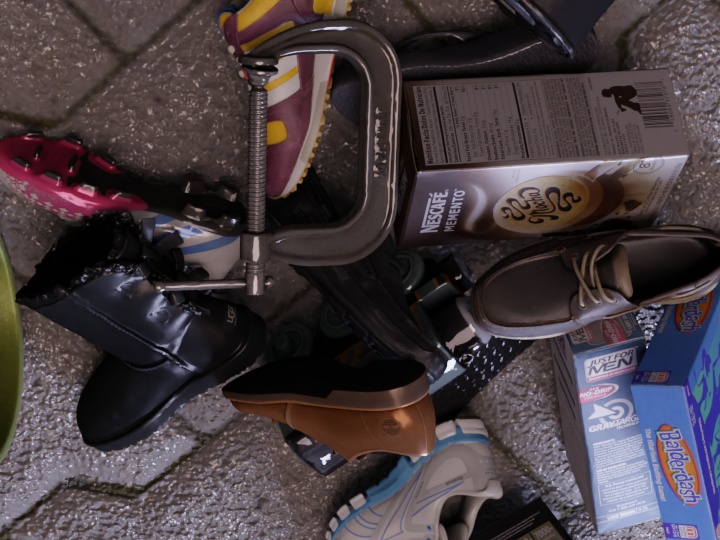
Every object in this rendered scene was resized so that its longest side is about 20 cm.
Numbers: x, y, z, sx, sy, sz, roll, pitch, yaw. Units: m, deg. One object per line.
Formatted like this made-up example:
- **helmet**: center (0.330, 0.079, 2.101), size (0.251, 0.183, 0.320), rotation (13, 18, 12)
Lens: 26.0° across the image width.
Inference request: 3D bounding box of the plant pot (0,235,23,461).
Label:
- **plant pot**: center (-0.366, 0.054, 1.120), size (0.189, 0.200, 0.201), rotation (-5, 119, 6)

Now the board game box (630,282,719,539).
- **board game box**: center (0.271, 0.090, 1.226), size (0.045, 0.200, 0.153), rotation (-1, 124, 28)

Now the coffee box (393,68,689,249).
- **coffee box**: center (0.125, -0.082, 1.146), size (0.199, 0.080, 0.113), rotation (-4, 153, -8)

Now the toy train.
- **toy train**: center (0.011, 0.070, 1.209), size (0.200, 0.114, 0.085), rotation (-34, 133, 10)

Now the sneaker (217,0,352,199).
- **sneaker**: center (-0.063, -0.152, 1.118), size (0.090, 0.075, 0.201), rotation (12, 108, -8)

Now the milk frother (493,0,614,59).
- **milk frother**: center (0.144, -0.260, 1.006), size (0.180, 0.200, 0.188), rotation (40, 95, -15)

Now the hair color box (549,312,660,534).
- **hair color box**: center (0.196, 0.105, 1.256), size (0.060, 0.100, 0.200), rotation (-14, 128, -1)

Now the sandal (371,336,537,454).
- **sandal**: center (0.072, 0.078, 1.272), size (0.200, 0.045, 0.075), rotation (-39, 143, -3)

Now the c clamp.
- **c clamp**: center (-0.048, -0.076, 1.079), size (0.170, 0.027, 0.201), rotation (3, 102, -20)

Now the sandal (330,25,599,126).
- **sandal**: center (0.074, -0.150, 1.151), size (0.199, 0.043, 0.076), rotation (-13, 147, -2)

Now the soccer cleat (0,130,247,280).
- **soccer cleat**: center (-0.181, -0.037, 1.155), size (0.199, 0.070, 0.087), rotation (17, 124, -14)

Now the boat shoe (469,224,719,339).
- **boat shoe**: center (0.178, 0.000, 1.146), size (0.199, 0.073, 0.075), rotation (-15, 81, -8)

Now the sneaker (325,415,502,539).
- **sneaker**: center (0.044, 0.211, 1.291), size (0.075, 0.087, 0.200), rotation (9, 133, -41)

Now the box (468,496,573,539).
- **box**: center (0.112, 0.314, 1.293), size (0.200, 0.164, 0.086), rotation (-28, 145, -16)

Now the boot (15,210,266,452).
- **boot**: center (-0.185, 0.048, 1.161), size (0.198, 0.074, 0.162), rotation (-31, 134, 26)

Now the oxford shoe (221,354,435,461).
- **oxford shoe**: center (-0.027, 0.104, 1.127), size (0.071, 0.200, 0.072), rotation (-31, 113, -38)

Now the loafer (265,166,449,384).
- **loafer**: center (0.000, 0.000, 1.149), size (0.070, 0.201, 0.068), rotation (-41, 157, -5)
